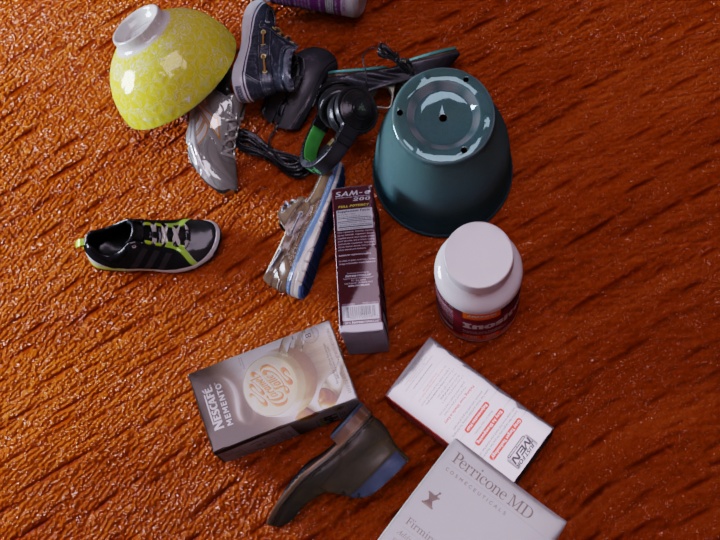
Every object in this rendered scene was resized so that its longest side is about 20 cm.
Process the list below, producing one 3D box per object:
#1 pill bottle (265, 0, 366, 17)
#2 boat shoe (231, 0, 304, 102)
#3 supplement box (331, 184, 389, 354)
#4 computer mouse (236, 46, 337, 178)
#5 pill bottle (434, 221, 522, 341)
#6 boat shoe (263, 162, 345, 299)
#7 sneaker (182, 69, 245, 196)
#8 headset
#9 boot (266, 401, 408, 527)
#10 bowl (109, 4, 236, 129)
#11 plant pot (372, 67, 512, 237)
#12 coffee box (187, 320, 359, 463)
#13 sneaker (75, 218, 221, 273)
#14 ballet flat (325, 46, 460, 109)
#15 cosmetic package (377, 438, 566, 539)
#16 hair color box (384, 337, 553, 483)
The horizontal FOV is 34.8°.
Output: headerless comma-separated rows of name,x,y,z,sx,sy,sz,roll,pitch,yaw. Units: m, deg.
pill bottle,-0.087,-0.443,1.685,0.198,0.112,0.113,11,73,6
boat shoe,-0.122,-0.318,1.648,0.090,0.071,0.202,-6,49,13
supplement box,0.000,0.000,1.535,0.060,0.109,0.202,-5,70,4
computer mouse,-0.081,-0.232,1.653,0.140,0.046,0.201,34,78,16
pill bottle,0.150,0.013,1.467,0.112,0.200,0.114,-2,71,5
boat shoe,-0.079,-0.065,1.584,0.072,0.072,0.202,17,74,12
sneaker,-0.199,-0.204,1.629,0.091,0.076,0.202,-24,71,17
headset,-0.008,-0.217,1.574,0.094,0.123,0.201,28,96,-24
boot,-0.030,0.273,1.462,0.097,0.075,0.200,40,99,1
bowl,-0.285,-0.307,1.617,0.199,0.108,0.201,-23,40,21
plant pot,0.111,-0.169,1.535,0.198,0.188,0.202,-1,73,3
coffee box,-0.110,0.161,1.507,0.198,0.080,0.115,-21,71,-2
sneaker,-0.293,-0.036,1.589,0.198,0.083,0.072,-9,71,2
ballet flat,0.050,-0.269,1.647,0.198,0.073,0.074,-12,71,-4
cosmetic package,0.119,0.342,1.380,0.167,0.167,0.200,35,77,15
hair color box,0.140,0.188,1.484,0.199,0.061,0.102,37,79,17
